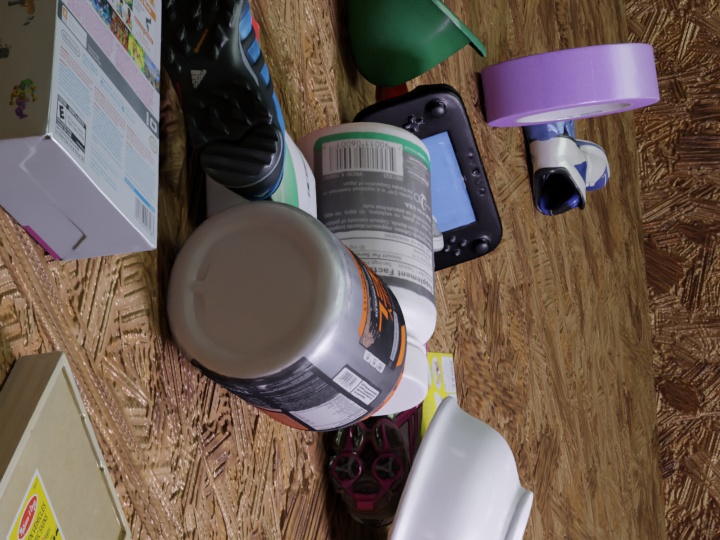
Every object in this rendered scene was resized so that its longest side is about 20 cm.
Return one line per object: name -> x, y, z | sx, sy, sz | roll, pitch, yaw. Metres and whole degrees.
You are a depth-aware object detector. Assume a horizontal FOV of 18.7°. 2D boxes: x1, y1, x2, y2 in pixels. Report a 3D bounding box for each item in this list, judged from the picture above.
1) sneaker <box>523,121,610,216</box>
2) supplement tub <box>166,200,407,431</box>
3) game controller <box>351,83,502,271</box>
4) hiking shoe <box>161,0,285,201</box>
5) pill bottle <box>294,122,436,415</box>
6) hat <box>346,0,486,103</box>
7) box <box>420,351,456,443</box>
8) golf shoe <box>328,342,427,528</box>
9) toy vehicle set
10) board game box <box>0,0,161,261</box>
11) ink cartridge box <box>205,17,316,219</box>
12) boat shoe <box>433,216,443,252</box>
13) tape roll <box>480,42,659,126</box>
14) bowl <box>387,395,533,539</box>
sneaker -> 0.258, -0.117, 2.804 | 0.199, 0.080, 0.116 | 34, 53, -62
supplement tub -> -0.041, 0.037, 1.448 | 0.200, 0.122, 0.123 | 43, 41, -68
game controller -> 0.059, -0.078, 1.934 | 0.042, 0.104, 0.200 | -118, -175, -49
hiking shoe -> -0.097, -0.135, 1.423 | 0.087, 0.074, 0.201 | 71, 7, -72
pill bottle -> 0.000, 0.000, 1.646 | 0.113, 0.113, 0.201 | 54, 32, -62
hat -> 0.000, -0.185, 1.940 | 0.200, 0.176, 0.166 | 48, 6, 22
box -> 0.043, 0.128, 1.880 | 0.200, 0.048, 0.118 | 17, 67, -76
golf shoe -> 0.014, 0.106, 1.743 | 0.092, 0.072, 0.201 | 71, 26, -64
toy vehicle set -> -0.166, 0.146, 1.092 | 0.200, 0.026, 0.125 | -74, 152, -58
board game box -> -0.162, -0.126, 1.188 | 0.148, 0.064, 0.201 | 56, 31, -61
ink cartridge box -> -0.070, -0.109, 1.543 | 0.161, 0.050, 0.201 | 51, 37, -71
boat shoe -> 0.019, -0.045, 1.829 | 0.202, 0.074, 0.065 | 3, 84, -69
tape roll -> 0.240, -0.212, 2.516 | 0.200, 0.199, 0.066 | 1, 82, -75
bowl -> 0.080, 0.208, 1.739 | 0.201, 0.090, 0.202 | 19, 90, -80
